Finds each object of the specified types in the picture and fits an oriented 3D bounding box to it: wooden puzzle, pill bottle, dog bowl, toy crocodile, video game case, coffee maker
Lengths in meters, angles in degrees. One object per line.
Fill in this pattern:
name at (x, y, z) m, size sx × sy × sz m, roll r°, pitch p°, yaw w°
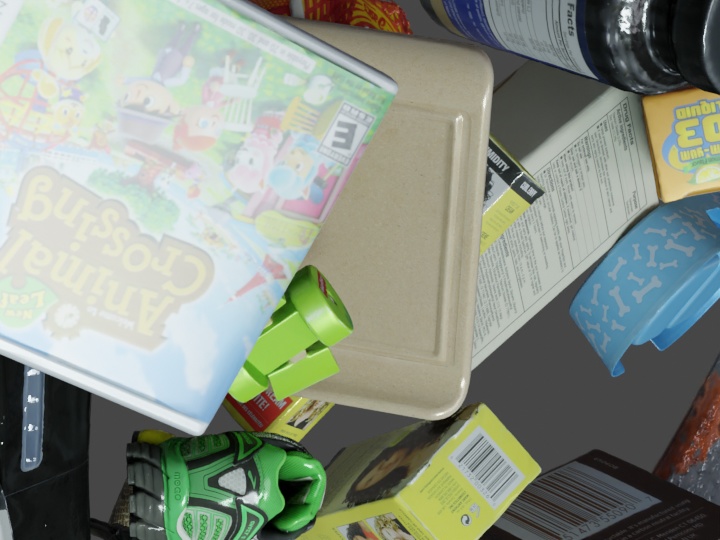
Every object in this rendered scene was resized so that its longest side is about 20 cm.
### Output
wooden puzzle at (-0.029, -0.031, 1.202) m, size 0.037 × 0.185 × 0.200 m, roll -61°, pitch 158°, yaw -60°
pill bottle at (0.133, -0.158, 1.297) m, size 0.112 × 0.200 × 0.112 m, roll -23°, pitch 123°, yaw -40°
dog bowl at (0.193, 0.001, 1.503) m, size 0.111 × 0.050 × 0.200 m, roll -52°, pitch 167°, yaw 22°
toy crocodile at (-0.064, 0.004, 1.123) m, size 0.068 × 0.062 × 0.200 m, roll -34°, pitch 139°, yaw 10°
video game case at (-0.107, -0.043, 1.017) m, size 0.200 × 0.022 × 0.182 m, roll 26°, pitch 99°, yaw -29°
coffee maker at (-0.184, 0.070, 1.133) m, size 0.192 × 0.135 × 0.200 m, roll -41°, pitch 141°, yaw -62°

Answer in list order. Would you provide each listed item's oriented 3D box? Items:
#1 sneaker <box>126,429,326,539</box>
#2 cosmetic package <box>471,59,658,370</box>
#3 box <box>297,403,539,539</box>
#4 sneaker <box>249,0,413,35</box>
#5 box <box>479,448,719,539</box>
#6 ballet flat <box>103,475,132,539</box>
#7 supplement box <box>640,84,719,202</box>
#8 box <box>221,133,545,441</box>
sneaker at (-0.055, 0.121, 1.212) m, size 0.200 × 0.085 × 0.078 m, roll 37°, pitch 52°, yaw -78°
cosmetic package at (0.079, -0.032, 1.396) m, size 0.200 × 0.073 × 0.104 m, roll -39°, pitch 133°, yaw -29°
box at (0.019, 0.125, 1.308) m, size 0.050 × 0.200 × 0.075 m, roll 48°, pitch 65°, yaw -6°
sneaker at (-0.017, -0.110, 1.270) m, size 0.200 × 0.077 × 0.073 m, roll 29°, pitch 51°, yaw -63°
box at (0.151, 0.250, 1.537) m, size 0.166 × 0.164 × 0.200 m, roll -20°, pitch 122°, yaw -41°
ballet flat at (-0.109, 0.191, 1.309) m, size 0.075 × 0.068 × 0.200 m, roll -28°, pitch 131°, yaw -12°
supplement box at (0.202, -0.090, 1.419) m, size 0.200 × 0.067 × 0.069 m, roll -68°, pitch 147°, yaw -76°
box at (0.000, 0.000, 1.271) m, size 0.200 × 0.075 × 0.050 m, roll -45°, pitch 159°, yaw 6°
